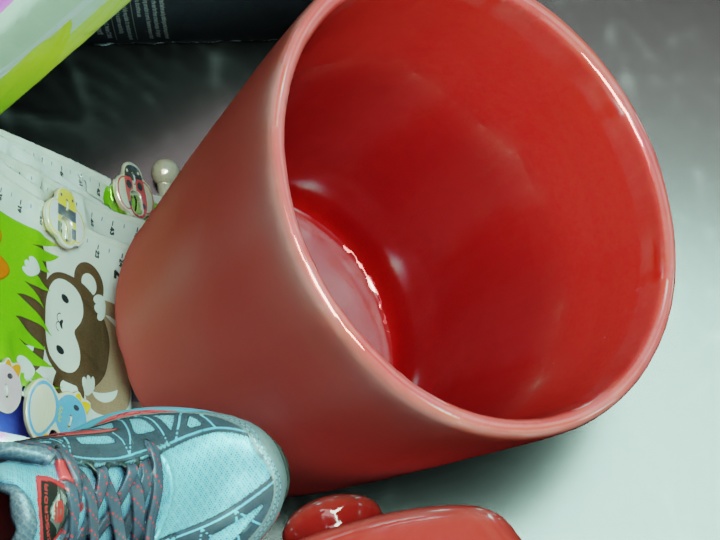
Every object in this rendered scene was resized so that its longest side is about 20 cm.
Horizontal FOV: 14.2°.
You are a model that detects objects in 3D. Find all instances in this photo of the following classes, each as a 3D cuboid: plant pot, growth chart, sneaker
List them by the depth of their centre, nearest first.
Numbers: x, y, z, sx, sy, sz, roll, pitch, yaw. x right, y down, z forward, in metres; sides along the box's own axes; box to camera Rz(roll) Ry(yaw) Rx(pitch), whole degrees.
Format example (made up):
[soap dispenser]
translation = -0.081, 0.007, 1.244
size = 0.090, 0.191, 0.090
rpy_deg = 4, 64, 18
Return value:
[sneaker]
translation = -0.115, 0.097, 1.054
size = 0.199, 0.095, 0.080
rpy_deg = -12, 87, -17
[plant pot]
translation = 0.000, 0.000, 1.184
size = 0.200, 0.177, 0.202
rpy_deg = 16, 61, -30
[growth chart]
translation = -0.126, 0.005, 1.201
size = 0.018, 0.200, 0.146
rpy_deg = -16, 73, 26

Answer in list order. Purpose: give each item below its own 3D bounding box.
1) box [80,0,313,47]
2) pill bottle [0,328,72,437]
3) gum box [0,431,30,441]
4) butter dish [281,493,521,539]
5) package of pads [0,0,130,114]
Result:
[box]
translation = -0.054, -0.209, 1.285
size = 0.181, 0.104, 0.201
rpy_deg = -2, 79, -3
[pill bottle]
translation = -0.177, 0.076, 1.221
size = 0.111, 0.112, 0.201
rpy_deg = 5, 79, -1
[gum box]
translation = -0.159, 0.120, 1.124
size = 0.199, 0.066, 0.114
rpy_deg = 14, 78, -14
[butter dish]
translation = 0.006, 0.160, 1.191
size = 0.198, 0.200, 0.148
rpy_deg = -18, 57, -6
[package of pads]
translation = -0.163, -0.157, 1.195
size = 0.200, 0.068, 0.155
rpy_deg = -39, 68, 12
